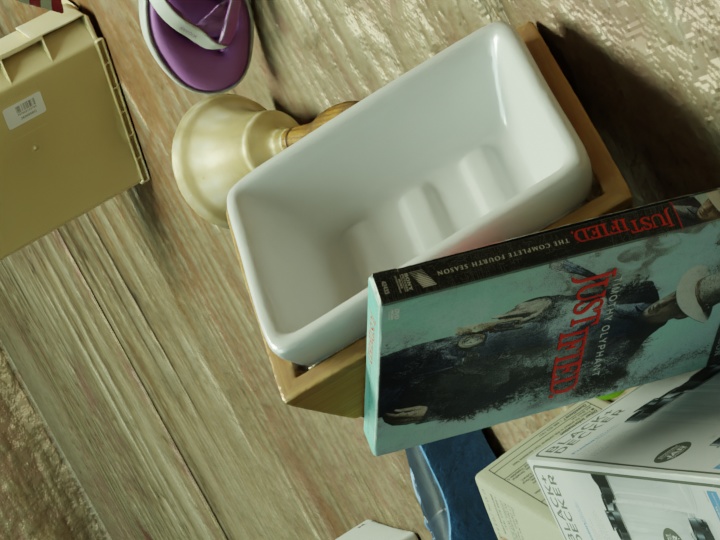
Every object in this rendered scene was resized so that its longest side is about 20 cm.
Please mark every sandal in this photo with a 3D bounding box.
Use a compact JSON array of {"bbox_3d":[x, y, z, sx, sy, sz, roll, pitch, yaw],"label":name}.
[{"bbox_3d":[-0.116,-0.199,1.216,0.050,0.082,0.203,-122,17,-45],"label":"sandal"}]

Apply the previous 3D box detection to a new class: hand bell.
[{"bbox_3d":[-0.043,-0.094,1.226,0.200,0.104,0.104,-12,107,56],"label":"hand bell"}]

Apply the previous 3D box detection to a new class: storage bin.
[{"bbox_3d":[-0.330,-0.132,1.654,0.094,0.200,0.199,36,149,46],"label":"storage bin"}]

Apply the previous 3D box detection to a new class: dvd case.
[{"bbox_3d":[0.099,0.025,0.855,0.146,0.200,0.022,92,160,-55],"label":"dvd case"}]

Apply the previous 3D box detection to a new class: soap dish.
[{"bbox_3d":[0.035,-0.025,0.905,0.081,0.200,0.157,51,-168,-41],"label":"soap dish"}]

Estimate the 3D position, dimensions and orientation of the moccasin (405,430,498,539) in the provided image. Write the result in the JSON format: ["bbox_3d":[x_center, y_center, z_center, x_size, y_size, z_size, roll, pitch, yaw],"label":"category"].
[{"bbox_3d":[0.083,0.172,1.295,0.068,0.080,0.200,143,111,-75],"label":"moccasin"}]

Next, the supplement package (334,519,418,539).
[{"bbox_3d":[0.028,0.346,1.591,0.200,0.109,0.114,63,159,-9],"label":"supplement package"}]

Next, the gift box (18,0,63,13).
[{"bbox_3d":[-0.225,-0.301,1.221,0.187,0.184,0.200,45,160,57],"label":"gift box"}]

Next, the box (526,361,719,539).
[{"bbox_3d":[0.182,0.097,0.872,0.060,0.117,0.200,62,161,-7],"label":"box"}]

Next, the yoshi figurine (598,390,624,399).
[{"bbox_3d":[0.081,-0.008,0.989,0.200,0.112,0.112,48,150,23],"label":"yoshi figurine"}]

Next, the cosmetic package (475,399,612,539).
[{"bbox_3d":[0.169,0.158,1.009,0.200,0.103,0.087,27,144,59],"label":"cosmetic package"}]
